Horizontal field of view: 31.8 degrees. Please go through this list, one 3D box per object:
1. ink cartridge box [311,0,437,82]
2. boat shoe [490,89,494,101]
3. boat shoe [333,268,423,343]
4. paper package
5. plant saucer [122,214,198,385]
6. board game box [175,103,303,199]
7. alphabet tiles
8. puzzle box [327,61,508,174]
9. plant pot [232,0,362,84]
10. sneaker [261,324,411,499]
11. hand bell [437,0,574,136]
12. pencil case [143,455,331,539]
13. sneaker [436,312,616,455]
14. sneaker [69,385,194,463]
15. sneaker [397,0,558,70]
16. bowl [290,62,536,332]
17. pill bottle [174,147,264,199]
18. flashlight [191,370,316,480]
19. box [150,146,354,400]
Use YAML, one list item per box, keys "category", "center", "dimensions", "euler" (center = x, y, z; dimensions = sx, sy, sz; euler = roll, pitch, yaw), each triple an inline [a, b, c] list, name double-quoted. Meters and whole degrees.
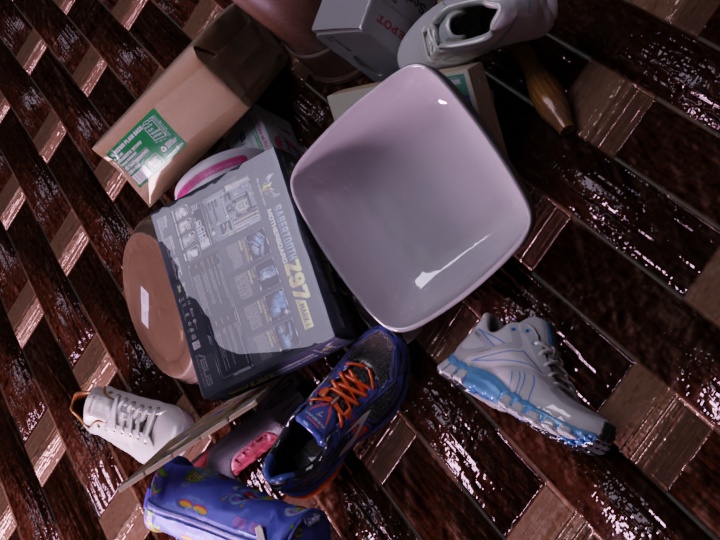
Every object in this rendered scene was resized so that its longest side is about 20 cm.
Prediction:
- category: "ink cartridge box"
  center: [0.051, -0.305, 1.328]
  dimensions: [0.087, 0.144, 0.203]
  euler: [9, 75, 49]
- category: "boat shoe"
  center: [0.064, -0.154, 1.303]
  dimensions: [0.199, 0.073, 0.068]
  euler: [7, 95, 55]
- category: "boat shoe"
  center: [0.000, 0.000, 1.277]
  dimensions: [0.071, 0.063, 0.201]
  euler: [-51, 41, 14]
- category: "paper package"
  center: [-0.203, -0.205, 1.534]
  dimensions: [0.199, 0.104, 0.191]
  euler: [-39, 13, 27]
- category: "plant saucer"
  center: [-0.222, 0.037, 1.447]
  dimensions: [0.199, 0.029, 0.203]
  euler: [32, 130, 46]
- category: "board game box"
  center: [-0.147, -0.071, 1.486]
  dimensions: [0.200, 0.064, 0.149]
  euler: [-47, 42, 22]
- category: "alphabet tiles"
  center: [-0.147, 0.151, 1.281]
  dimensions: [0.166, 0.008, 0.200]
  euler: [-34, 2, 12]
- category: "puzzle box"
  center: [0.059, -0.124, 1.248]
  dimensions: [0.198, 0.025, 0.135]
  euler: [-1, 111, 47]
- category: "plant pot"
  center: [-0.066, -0.347, 1.444]
  dimensions: [0.199, 0.197, 0.203]
  euler: [-26, 52, 38]
- category: "sneaker"
  center: [-0.023, 0.138, 1.196]
  dimensions: [0.075, 0.078, 0.201]
  euler: [37, 100, 21]
- category: "hand bell"
  center: [0.157, -0.209, 1.222]
  dimensions: [0.104, 0.103, 0.202]
  euler: [-39, 57, 26]
- category: "pencil case"
  center: [-0.121, 0.241, 1.216]
  dimensions: [0.197, 0.086, 0.079]
  euler: [14, 92, 31]
- category: "sneaker"
  center: [0.146, 0.085, 1.062]
  dimensions: [0.199, 0.075, 0.087]
  euler: [28, 85, 51]
- category: "sneaker"
  center: [-0.274, 0.178, 1.472]
  dimensions: [0.198, 0.084, 0.074]
  euler: [3, 69, 47]
- category: "sneaker"
  center: [0.090, -0.227, 1.188]
  dimensions: [0.199, 0.079, 0.072]
  euler: [-16, 90, 52]
- category: "bowl"
  center: [0.055, -0.067, 1.173]
  dimensions: [0.199, 0.074, 0.201]
  euler: [-38, 82, 26]
- category: "pill bottle"
  center: [-0.111, -0.016, 1.329]
  dimensions: [0.113, 0.113, 0.202]
  euler: [-34, 71, 30]
- category: "flashlight"
  center: [-0.113, 0.190, 1.304]
  dimensions: [0.199, 0.067, 0.069]
  euler: [-38, 53, 21]
- category: "box"
  center: [-0.107, 0.005, 1.234]
  dimensions: [0.156, 0.051, 0.203]
  euler: [-26, 74, 21]
